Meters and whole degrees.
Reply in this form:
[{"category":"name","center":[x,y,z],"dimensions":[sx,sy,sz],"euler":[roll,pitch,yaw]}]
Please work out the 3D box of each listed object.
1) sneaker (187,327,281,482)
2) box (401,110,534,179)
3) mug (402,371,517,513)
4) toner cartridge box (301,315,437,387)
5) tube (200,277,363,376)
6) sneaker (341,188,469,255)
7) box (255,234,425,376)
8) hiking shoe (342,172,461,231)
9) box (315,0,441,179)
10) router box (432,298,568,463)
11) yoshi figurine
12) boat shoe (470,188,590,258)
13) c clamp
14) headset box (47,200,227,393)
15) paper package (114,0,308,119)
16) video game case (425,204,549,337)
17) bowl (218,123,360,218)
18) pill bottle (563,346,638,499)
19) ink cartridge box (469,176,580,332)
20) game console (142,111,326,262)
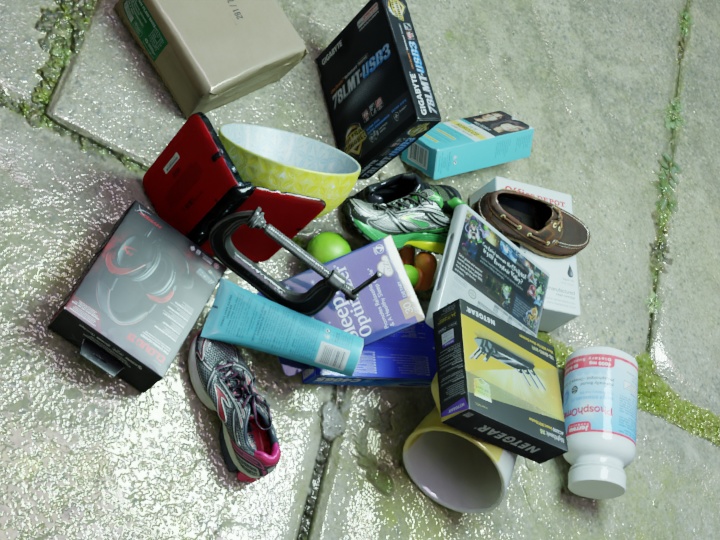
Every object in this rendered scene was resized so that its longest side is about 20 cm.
[{"category":"sneaker","center":[-0.150,0.161,1.586],"dimensions":[0.080,0.075,0.202],"euler":[-19,79,-34]},{"category":"box","center":[0.164,-0.192,1.913],"dimensions":[0.198,0.050,0.082],"euler":[-16,36,-35]},{"category":"mug","center":[0.158,0.208,1.694],"dimensions":[0.148,0.188,0.153],"euler":[27,45,12]},{"category":"toner cartridge box","center":[0.013,0.107,1.724],"dimensions":[0.198,0.043,0.096],"euler":[5,68,-29]},{"category":"tube","center":[-0.095,0.079,1.592],"dimensions":[0.198,0.050,0.078],"euler":[20,77,-7]},{"category":"sneaker","center":[0.062,-0.080,1.733],"dimensions":[0.198,0.086,0.078],"euler":[4,31,-34]},{"category":"box","center":[-0.027,0.048,1.649],"dimensions":[0.198,0.032,0.122],"euler":[-23,88,-11]},{"category":"hiking shoe","center":[0.077,-0.097,1.814],"dimensions":[0.198,0.101,0.077],"euler":[-9,74,-33]},{"category":"box","center":[0.020,-0.260,1.789],"dimensions":[0.049,0.200,0.201],"euler":[-6,74,-34]},{"category":"router box","center":[0.181,0.145,1.637],"dimensions":[0.199,0.052,0.159],"euler":[26,48,-38]},{"category":"yoshi figurine","center":[0.003,-0.013,1.736],"dimensions":[0.198,0.112,0.113],"euler":[-10,67,-31]},{"category":"boat shoe","center":[0.257,-0.069,1.826],"dimensions":[0.198,0.070,0.071],"euler":[12,63,-26]},{"category":"c clamp","center":[-0.088,-0.014,1.554],"dimensions":[0.199,0.171,0.027],"euler":[34,51,-7]},{"category":"headset box","center":[-0.278,0.040,1.560],"dimensions":[0.148,0.075,0.201],"euler":[37,55,-13]},{"category":"paper package","center":[-0.207,-0.337,1.747],"dimensions":[0.190,0.103,0.201],"euler":[-31,88,-36]},{"category":"video game case","center":[0.179,0.037,1.737],"dimensions":[0.199,0.023,0.184],"euler":[35,59,-33]},{"category":"bowl","center":[-0.107,-0.115,1.695],"dimensions":[0.198,0.200,0.109],"euler":[7,110,-28]},{"category":"pill bottle","center":[0.347,0.222,1.834],"dimensions":[0.108,0.109,0.202],"euler":[20,60,-22]},{"category":"ink cartridge box","center":[0.244,-0.025,1.893],"dimensions":[0.143,0.084,0.203],"euler":[11,64,-25]},{"category":"game console","center":[-0.165,-0.101,1.611],"dimensions":[0.118,0.200,0.174],"euler":[-25,83,-37]}]
